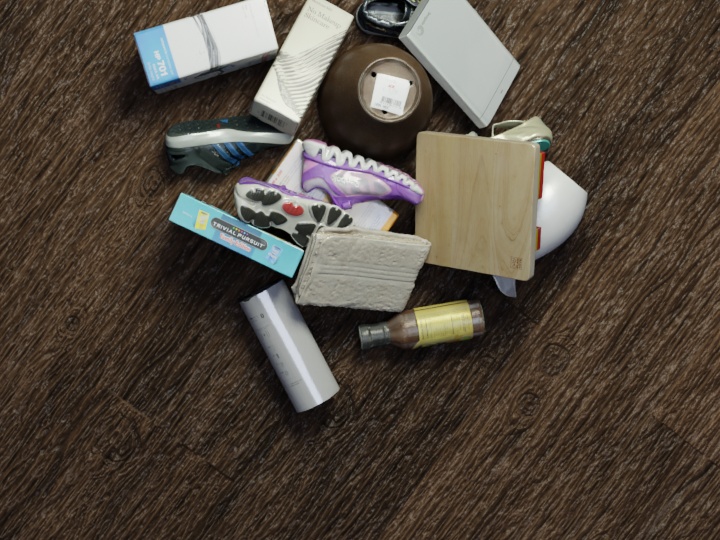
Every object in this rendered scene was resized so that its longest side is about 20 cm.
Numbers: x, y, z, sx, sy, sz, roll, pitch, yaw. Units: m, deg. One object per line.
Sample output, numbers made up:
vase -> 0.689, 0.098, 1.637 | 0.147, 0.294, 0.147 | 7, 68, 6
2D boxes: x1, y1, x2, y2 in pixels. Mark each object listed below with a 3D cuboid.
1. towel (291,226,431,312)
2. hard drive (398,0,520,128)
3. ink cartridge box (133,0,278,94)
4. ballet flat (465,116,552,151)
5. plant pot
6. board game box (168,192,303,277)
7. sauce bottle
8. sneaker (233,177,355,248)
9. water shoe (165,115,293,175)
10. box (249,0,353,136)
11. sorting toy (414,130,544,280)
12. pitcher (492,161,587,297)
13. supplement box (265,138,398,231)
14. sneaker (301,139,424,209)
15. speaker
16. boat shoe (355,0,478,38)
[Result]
towel -> 0.000, 0.000, 1.683 | 0.198, 0.035, 0.133 | 7, 122, -27
hard drive -> 0.156, -0.336, 1.706 | 0.200, 0.027, 0.133 | 43, 64, -27
ink cartridge box -> -0.229, -0.338, 1.666 | 0.198, 0.146, 0.087 | -16, 96, -4
ballet flat -> 0.204, -0.196, 1.759 | 0.198, 0.069, 0.070 | -17, 95, 4
plant pot -> 0.033, -0.260, 1.669 | 0.185, 0.200, 0.189 | 0, 94, -6
board game box -> -0.186, -0.055, 1.684 | 0.199, 0.151, 0.047 | 26, 90, -6
sauce bottle -> 0.096, 0.090, 1.764 | 0.198, 0.065, 0.065 | -9, 94, -3
sneaker -> -0.096, -0.094, 1.654 | 0.199, 0.084, 0.081 | 24, 112, -24
water shoe -> -0.203, -0.193, 1.728 | 0.198, 0.072, 0.080 | -2, 122, -7
box -> -0.090, -0.314, 1.694 | 0.082, 0.068, 0.201 | 26, 74, -5
sorting toy -> 0.184, -0.104, 1.672 | 0.197, 0.069, 0.202 | 11, 109, 33
pitcher -> 0.244, -0.086, 1.749 | 0.171, 0.121, 0.200 | 41, 100, 9
supplement box -> -0.057, -0.095, 1.732 | 0.199, 0.074, 0.126 | 37, 89, -8
sneaker -> -0.004, -0.128, 1.666 | 0.198, 0.081, 0.089 | 18, 96, -4
speaker -> -0.111, 0.119, 1.737 | 0.081, 0.081, 0.201 | -28, 95, -3
boat shoe -> 0.094, -0.391, 1.721 | 0.198, 0.091, 0.072 | 1, 93, -5
